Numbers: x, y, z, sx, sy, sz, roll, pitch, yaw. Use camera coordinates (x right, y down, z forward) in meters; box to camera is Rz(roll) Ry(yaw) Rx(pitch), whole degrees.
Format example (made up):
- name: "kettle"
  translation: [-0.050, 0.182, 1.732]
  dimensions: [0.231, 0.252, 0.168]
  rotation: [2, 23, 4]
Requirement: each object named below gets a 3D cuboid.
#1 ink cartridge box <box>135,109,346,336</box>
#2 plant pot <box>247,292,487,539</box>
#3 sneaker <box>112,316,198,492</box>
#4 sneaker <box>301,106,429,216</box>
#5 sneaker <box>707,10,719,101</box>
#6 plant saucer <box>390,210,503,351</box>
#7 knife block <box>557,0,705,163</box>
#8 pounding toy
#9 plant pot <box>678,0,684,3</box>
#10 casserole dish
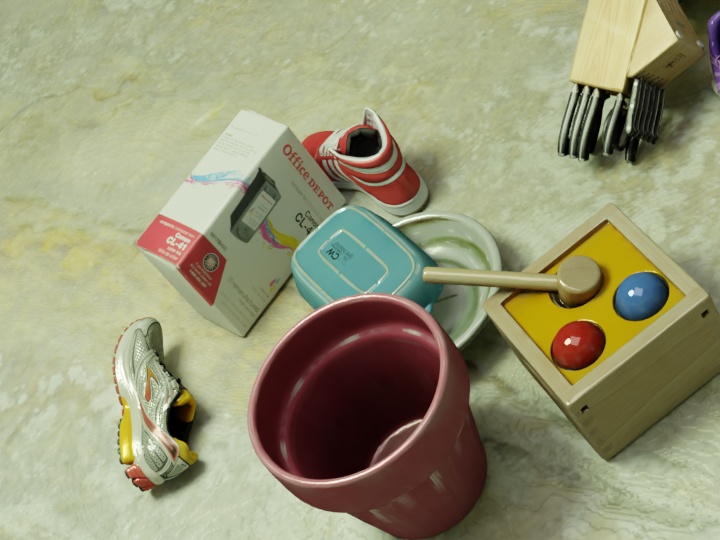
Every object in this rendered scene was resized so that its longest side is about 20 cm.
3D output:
- name: "ink cartridge box"
  translation: [-0.129, -0.053, 1.642]
  dimensions: [0.085, 0.148, 0.200]
  rotation: [26, 73, 43]
- name: "plant pot"
  translation: [0.024, 0.150, 1.358]
  dimensions: [0.199, 0.179, 0.201]
  rotation: [-17, 48, 20]
- name: "sneaker"
  translation: [-0.213, 0.138, 1.604]
  dimensions: [0.082, 0.078, 0.201]
  rotation: [-20, 56, 12]
- name: "sneaker"
  translation: [-0.016, -0.137, 1.661]
  dimensions: [0.200, 0.113, 0.071]
  rotation: [27, 72, 43]
- name: "sneaker"
  translation: [0.376, -0.177, 1.461]
  dimensions: [0.080, 0.083, 0.201]
  rotation: [-26, 47, 13]
- name: "plant saucer"
  translation: [0.060, 0.033, 1.521]
  dimensions: [0.199, 0.050, 0.201]
  rotation: [-18, 49, 21]
- name: "knife block"
  translation: [0.253, -0.215, 1.530]
  dimensions: [0.175, 0.064, 0.201]
  rotation: [-36, 63, 30]
- name: "pounding toy"
  translation: [0.197, 0.039, 1.361]
  dimensions: [0.184, 0.142, 0.200]
  rotation: [-38, 44, 0]
- name: "plant pot"
  translation: [0.364, -0.404, 1.585]
  dimensions: [0.187, 0.201, 0.200]
  rotation: [-26, 44, -7]
- name: "casserole dish"
  translation: [0.000, 0.000, 1.524]
  dimensions: [0.121, 0.039, 0.200]
  rotation: [-43, 43, -5]
